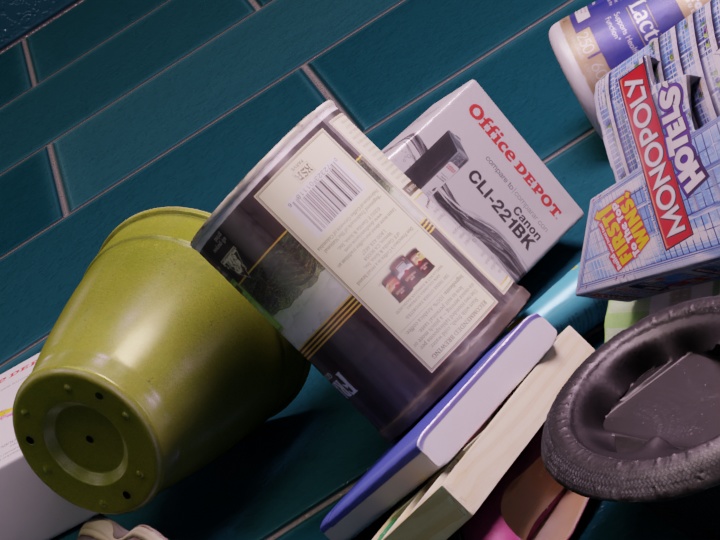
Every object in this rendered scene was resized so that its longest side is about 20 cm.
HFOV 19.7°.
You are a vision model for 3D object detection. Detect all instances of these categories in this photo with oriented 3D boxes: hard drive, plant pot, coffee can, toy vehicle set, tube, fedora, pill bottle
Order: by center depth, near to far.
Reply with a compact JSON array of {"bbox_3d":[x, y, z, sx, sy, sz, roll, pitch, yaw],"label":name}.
[{"bbox_3d":[0.206,0.100,1.241,0.200,0.092,0.201,-27,22,12],"label":"fedora"},{"bbox_3d":[0.072,0.125,1.339,0.124,0.027,0.200,-48,-2,40],"label":"toy vehicle set"},{"bbox_3d":[0.049,0.111,1.401,0.132,0.025,0.200,-45,-2,-29],"label":"hard drive"},{"bbox_3d":[0.000,0.000,1.468,0.146,0.200,0.146,-45,-1,-1],"label":"coffee can"},{"bbox_3d":[0.151,0.031,1.514,0.200,0.078,0.050,-38,63,-14],"label":"tube"},{"bbox_3d":[-0.167,0.083,1.599,0.200,0.201,0.193,-17,19,33],"label":"plant pot"},{"bbox_3d":[0.270,-0.202,1.758,0.199,0.116,0.116,-28,22,11],"label":"pill bottle"}]

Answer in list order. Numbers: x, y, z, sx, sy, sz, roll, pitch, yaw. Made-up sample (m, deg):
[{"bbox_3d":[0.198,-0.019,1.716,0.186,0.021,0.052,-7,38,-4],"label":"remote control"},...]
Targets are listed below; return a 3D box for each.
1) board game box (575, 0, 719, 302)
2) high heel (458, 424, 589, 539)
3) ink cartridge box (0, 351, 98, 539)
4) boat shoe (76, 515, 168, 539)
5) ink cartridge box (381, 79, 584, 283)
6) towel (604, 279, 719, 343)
[{"bbox_3d":[0.216,-0.069,1.374,0.200,0.061,0.201,-34,60,40],"label":"board game box"},{"bbox_3d":[0.117,0.145,1.292,0.096,0.067,0.200,-37,16,17],"label":"high heel"},{"bbox_3d":[-0.295,0.160,1.798,0.144,0.085,0.200,-28,21,11],"label":"ink cartridge box"},{"bbox_3d":[-0.167,0.232,1.510,0.073,0.074,0.200,-51,18,-18],"label":"boat shoe"},{"bbox_3d":[0.056,-0.030,1.625,0.200,0.144,0.084,-44,7,-26],"label":"ink cartridge box"},{"bbox_3d":[0.245,-0.009,1.396,0.199,0.031,0.150,-8,69,47],"label":"towel"}]
